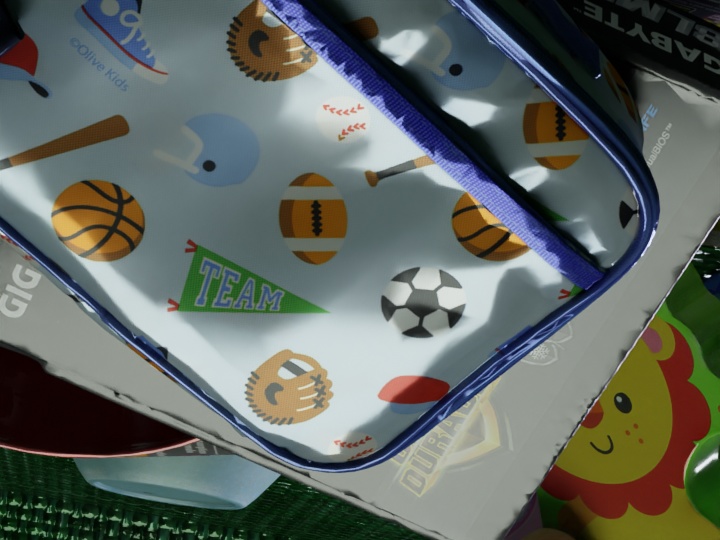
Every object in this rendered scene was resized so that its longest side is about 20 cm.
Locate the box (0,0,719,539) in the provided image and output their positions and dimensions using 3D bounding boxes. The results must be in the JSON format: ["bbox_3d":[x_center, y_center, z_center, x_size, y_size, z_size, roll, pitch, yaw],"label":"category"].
[{"bbox_3d":[-0.003,-0.023,0.776,0.198,0.050,0.200,24,124,-11],"label":"box"}]

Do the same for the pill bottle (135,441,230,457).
[{"bbox_3d":[-0.049,0.037,1.276,0.199,0.117,0.116,-1,168,3],"label":"pill bottle"}]

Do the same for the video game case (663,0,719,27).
[{"bbox_3d":[0.130,-0.088,0.798,0.199,0.023,0.182,13,168,-22],"label":"video game case"}]

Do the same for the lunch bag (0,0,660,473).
[{"bbox_3d":[-0.021,-0.048,0.688,0.160,0.076,0.200,-38,114,24],"label":"lunch bag"}]

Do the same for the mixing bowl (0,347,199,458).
[{"bbox_3d":[-0.097,-0.044,0.869,0.199,0.109,0.201,2,128,3],"label":"mixing bowl"}]

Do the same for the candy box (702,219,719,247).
[{"bbox_3d":[0.164,-0.029,1.043,0.199,0.026,0.102,9,171,3],"label":"candy box"}]

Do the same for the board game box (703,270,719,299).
[{"bbox_3d":[0.191,0.072,1.199,0.045,0.153,0.200,10,169,-7],"label":"board game box"}]

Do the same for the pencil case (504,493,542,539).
[{"bbox_3d":[0.099,0.108,1.323,0.087,0.201,0.087,0,154,0],"label":"pencil case"}]

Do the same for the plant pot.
[{"bbox_3d":[-0.100,0.063,1.424,0.199,0.135,0.200,8,169,2],"label":"plant pot"}]

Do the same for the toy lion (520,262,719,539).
[{"bbox_3d":[0.126,0.070,1.054,0.200,0.192,0.069,12,-150,41],"label":"toy lion"}]
